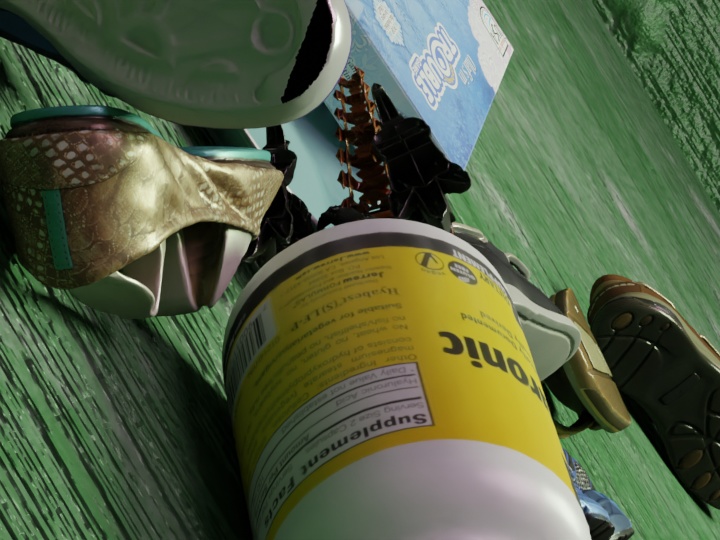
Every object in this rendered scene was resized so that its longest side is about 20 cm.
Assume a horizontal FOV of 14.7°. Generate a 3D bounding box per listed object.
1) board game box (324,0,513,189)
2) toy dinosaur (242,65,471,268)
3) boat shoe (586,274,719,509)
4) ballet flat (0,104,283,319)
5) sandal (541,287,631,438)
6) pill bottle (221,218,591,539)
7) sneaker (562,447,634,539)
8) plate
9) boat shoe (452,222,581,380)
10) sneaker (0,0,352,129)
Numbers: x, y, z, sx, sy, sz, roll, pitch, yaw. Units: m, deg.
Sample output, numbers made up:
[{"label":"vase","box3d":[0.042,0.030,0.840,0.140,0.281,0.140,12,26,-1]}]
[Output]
[{"label":"board game box","box3d":[-0.002,-0.152,1.420,0.199,0.043,0.200,56,21,-14]},{"label":"toy dinosaur","box3d":[0.000,0.000,1.164,0.200,0.102,0.136,57,-5,37]},{"label":"boat shoe","box3d":[0.215,0.075,1.852,0.200,0.075,0.074,53,10,-29]},{"label":"ballet flat","box3d":[-0.075,-0.016,0.961,0.200,0.070,0.066,4,82,-72]},{"label":"sandal","box3d":[0.104,0.057,1.515,0.200,0.054,0.081,120,-56,-87]},{"label":"pill bottle","box3d":[0.017,0.080,0.943,0.111,0.111,0.200,50,15,-34]},{"label":"sneaker","box3d":[0.062,0.102,1.199,0.079,0.075,0.200,52,2,11]},{"label":"plate","box3d":[-0.048,-0.079,1.279,0.200,0.026,0.200,55,13,-19]},{"label":"boat shoe","box3d":[0.051,0.022,1.308,0.060,0.074,0.200,57,8,17]},{"label":"sneaker","box3d":[-0.062,-0.093,0.955,0.199,0.081,0.146,22,2,28]}]
